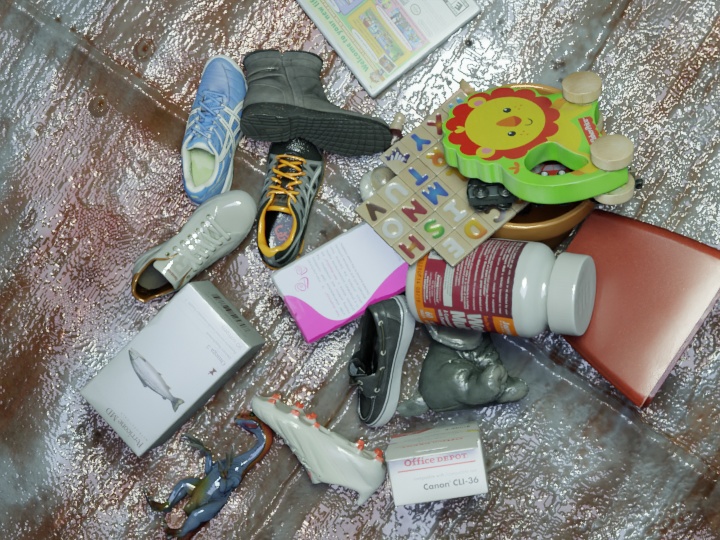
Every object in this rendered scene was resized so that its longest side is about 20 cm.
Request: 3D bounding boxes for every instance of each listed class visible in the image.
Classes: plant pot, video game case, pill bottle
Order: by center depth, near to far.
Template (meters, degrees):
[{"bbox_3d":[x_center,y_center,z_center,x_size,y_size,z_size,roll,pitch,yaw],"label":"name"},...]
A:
[{"bbox_3d":[0.161,0.018,1.385,0.199,0.109,0.110,7,91,25],"label":"pill bottle"},{"bbox_3d":[0.324,0.034,1.461,0.176,0.200,0.200,35,93,16],"label":"plant pot"},{"bbox_3d":[0.198,-0.106,1.468,0.199,0.140,0.201,-3,63,6],"label":"plant pot"},{"bbox_3d":[0.026,-0.357,1.565,0.182,0.022,0.200,-38,88,4],"label":"video game case"}]

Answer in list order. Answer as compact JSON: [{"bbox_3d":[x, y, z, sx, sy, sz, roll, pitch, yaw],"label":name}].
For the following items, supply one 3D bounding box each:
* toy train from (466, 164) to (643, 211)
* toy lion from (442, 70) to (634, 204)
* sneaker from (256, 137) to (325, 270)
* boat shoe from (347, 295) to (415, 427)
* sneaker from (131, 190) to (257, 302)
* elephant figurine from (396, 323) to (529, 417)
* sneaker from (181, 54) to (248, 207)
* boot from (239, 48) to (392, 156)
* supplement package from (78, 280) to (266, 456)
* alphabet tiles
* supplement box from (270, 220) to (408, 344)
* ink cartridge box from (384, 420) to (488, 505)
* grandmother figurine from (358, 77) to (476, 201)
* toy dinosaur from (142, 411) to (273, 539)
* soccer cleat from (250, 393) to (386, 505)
[{"bbox_3d":[0.218,-0.097,1.360,0.199,0.034,0.046,-4,53,-2],"label":"toy train"},{"bbox_3d":[0.190,-0.143,1.349,0.191,0.201,0.069,-12,132,1],"label":"toy lion"},{"bbox_3d":[-0.093,-0.100,1.550,0.078,0.077,0.201,6,89,7],"label":"sneaker"},{"bbox_3d":[0.015,0.118,1.502,0.066,0.070,0.201,-6,133,-26],"label":"boat shoe"},{"bbox_3d":[-0.212,-0.021,1.539,0.200,0.085,0.073,-37,112,18],"label":"sneaker"},{"bbox_3d":[0.134,0.071,1.517,0.155,0.141,0.201,0,78,-38],"label":"elephant figurine"},{"bbox_3d":[-0.188,-0.180,1.558,0.075,0.077,0.201,6,89,7],"label":"sneaker"},{"bbox_3d":[-0.054,-0.223,1.535,0.199,0.070,0.132,10,53,-10],"label":"boot"},{"bbox_3d":[-0.237,0.122,1.544,0.200,0.117,0.117,-45,87,4],"label":"supplement package"},{"bbox_3d":[0.099,-0.099,1.395,0.200,0.008,0.167,-39,66,-13],"label":"alphabet tiles"},{"bbox_3d":[0.000,0.000,1.529,0.199,0.103,0.102,-29,89,3],"label":"supplement box"},{"bbox_3d":[0.094,0.236,1.471,0.116,0.200,0.068,-10,89,6],"label":"ink cartridge box"},{"bbox_3d":[0.076,-0.156,1.542,0.200,0.061,0.121,-43,57,2],"label":"grandmother figurine"},{"bbox_3d":[-0.190,0.271,1.579,0.181,0.201,0.105,-27,49,-16],"label":"toy dinosaur"},{"bbox_3d":[-0.061,0.230,1.555,0.199,0.069,0.078,30,96,2],"label":"soccer cleat"}]
